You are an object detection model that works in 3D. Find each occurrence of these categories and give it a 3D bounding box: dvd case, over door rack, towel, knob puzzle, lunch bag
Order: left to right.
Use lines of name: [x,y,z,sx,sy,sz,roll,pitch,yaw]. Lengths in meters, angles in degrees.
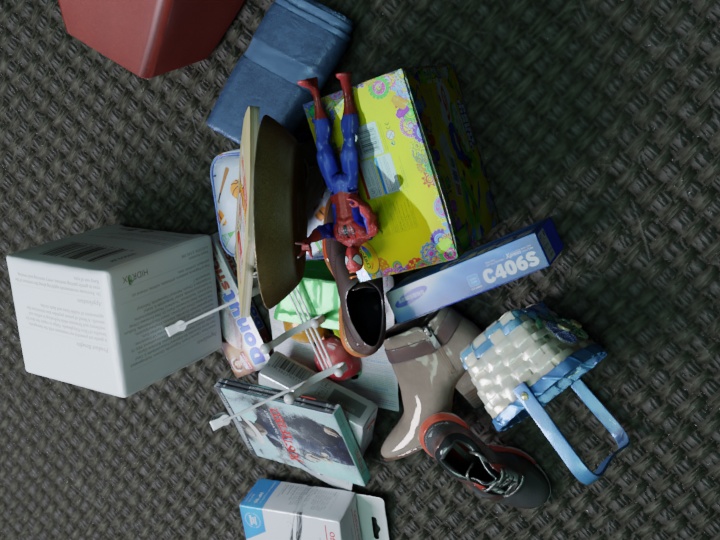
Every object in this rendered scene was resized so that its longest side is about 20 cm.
over door rack: [-0.134,0.101,1.050,0.199,0.067,0.148,-24,93,12]
knob puzzle: [-0.113,-0.081,0.917,0.030,0.220,0.221,2,108,-11]
towel: [-0.097,-0.239,1.043,0.111,0.049,0.201,32,93,15]
lunch bag: [-0.095,-0.094,1.097,0.199,0.075,0.161,0,102,25]
dvd case: [-0.091,0.215,1.135,0.199,0.022,0.147,9,134,33]

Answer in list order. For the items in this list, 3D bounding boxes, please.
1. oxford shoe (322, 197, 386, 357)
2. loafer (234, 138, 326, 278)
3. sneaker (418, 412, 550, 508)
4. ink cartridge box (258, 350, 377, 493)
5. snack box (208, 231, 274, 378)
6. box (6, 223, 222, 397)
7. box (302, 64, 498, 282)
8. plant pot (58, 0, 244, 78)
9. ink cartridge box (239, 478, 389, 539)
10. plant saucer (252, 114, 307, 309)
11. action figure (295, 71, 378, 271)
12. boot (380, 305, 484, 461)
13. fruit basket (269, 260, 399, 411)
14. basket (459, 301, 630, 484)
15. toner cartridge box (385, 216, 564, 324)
oxford shoe: [0.000,0.000,1.003,0.071,0.073,0.201,-10,84,-12]
loafer: [-0.103,-0.074,1.025,0.075,0.070,0.201,38,113,14]
sneaker: [0.158,0.252,1.041,0.199,0.082,0.077,30,100,-17]
ink cartridge box: [-0.062,0.215,1.169,0.162,0.050,0.201,26,144,15]
snack box: [-0.187,0.050,1.203,0.072,0.024,0.201,-23,94,29]
box: [-0.327,0.045,1.151,0.198,0.200,0.173,7,108,31]
box: [0.055,-0.116,0.958,0.121,0.193,0.201,-14,97,25]
plant pot: [-0.258,-0.356,1.040,0.199,0.200,0.177,32,126,12]
ink cartridge box: [-0.063,0.374,1.206,0.199,0.068,0.117,2,114,23]
plant saucer: [-0.079,-0.060,0.882,0.035,0.200,0.202,0,105,2]
action figure: [-0.028,-0.090,0.840,0.065,0.099,0.201,-6,104,19]
boot: [0.073,0.136,1.072,0.200,0.070,0.146,-35,106,8]
fruit basket: [-0.035,0.084,1.126,0.184,0.094,0.201,6,122,23]
basket: [0.220,0.138,0.965,0.139,0.176,0.201,-41,75,23]
toner cartridge box: [0.135,0.000,1.010,0.199,0.095,0.043,-23,93,26]
